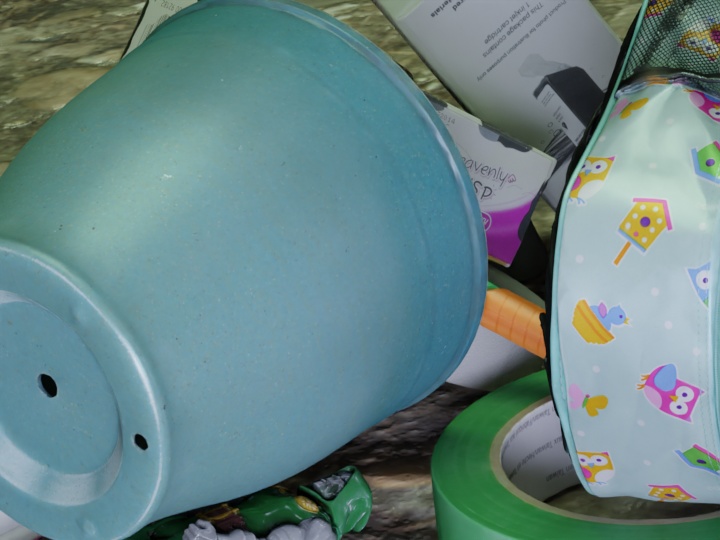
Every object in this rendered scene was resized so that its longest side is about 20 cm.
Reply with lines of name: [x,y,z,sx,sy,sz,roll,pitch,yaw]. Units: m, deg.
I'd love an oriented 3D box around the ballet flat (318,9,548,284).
ballet flat: [0.027,-0.070,1.428,0.200,0.064,0.067,39,42,17]

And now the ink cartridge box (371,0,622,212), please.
ink cartridge box: [0.088,-0.108,1.374,0.084,0.200,0.144,-41,27,3]

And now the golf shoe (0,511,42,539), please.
golf shoe: [-0.159,0.066,1.230,0.075,0.092,0.200,5,26,23]

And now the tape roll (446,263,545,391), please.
tape roll: [0.000,0.000,1.285,0.202,0.037,0.203,23,11,-5]

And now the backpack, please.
backpack: [0.154,-0.002,1.061,0.152,0.177,0.200,12,42,26]

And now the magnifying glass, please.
magnifying glass: [0.039,0.007,1.185,0.199,0.023,0.080,26,9,20]

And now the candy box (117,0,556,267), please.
candy box: [-0.017,-0.074,1.300,0.136,0.061,0.200,24,1,-35]

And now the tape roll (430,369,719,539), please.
tape roll: [0.130,0.094,1.128,0.199,0.049,0.201,-6,22,2]

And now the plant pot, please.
plant pot: [-0.079,0.013,1.092,0.199,0.201,0.188,9,31,34]

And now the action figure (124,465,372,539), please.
action figure: [-0.079,0.122,1.121,0.199,0.055,0.118,-16,20,-31]
